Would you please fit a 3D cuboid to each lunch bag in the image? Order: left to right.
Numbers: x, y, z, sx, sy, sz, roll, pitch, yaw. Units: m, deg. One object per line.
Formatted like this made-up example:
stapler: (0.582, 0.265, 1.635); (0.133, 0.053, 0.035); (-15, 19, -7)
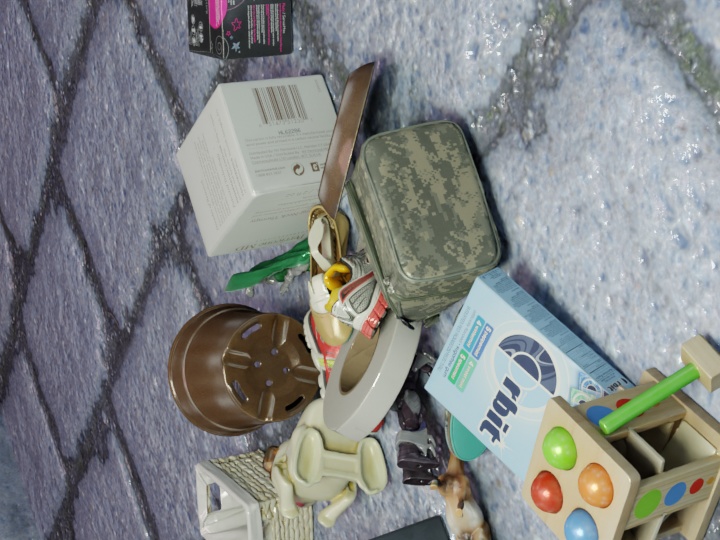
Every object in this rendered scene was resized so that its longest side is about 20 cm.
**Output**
lunch bag: (0.066, -0.049, 1.475); (0.168, 0.138, 0.202); (114, 139, -69)

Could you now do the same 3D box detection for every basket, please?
basket: (-0.169, 0.387, 2.022); (0.199, 0.122, 0.138); (24, 120, 56)

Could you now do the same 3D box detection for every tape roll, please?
tape roll: (0.014, 0.116, 1.595); (0.204, 0.037, 0.204); (-56, 17, 27)

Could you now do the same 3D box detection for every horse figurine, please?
horse figurine: (0.128, 0.304, 1.521); (0.133, 0.049, 0.202); (-43, -67, -77)

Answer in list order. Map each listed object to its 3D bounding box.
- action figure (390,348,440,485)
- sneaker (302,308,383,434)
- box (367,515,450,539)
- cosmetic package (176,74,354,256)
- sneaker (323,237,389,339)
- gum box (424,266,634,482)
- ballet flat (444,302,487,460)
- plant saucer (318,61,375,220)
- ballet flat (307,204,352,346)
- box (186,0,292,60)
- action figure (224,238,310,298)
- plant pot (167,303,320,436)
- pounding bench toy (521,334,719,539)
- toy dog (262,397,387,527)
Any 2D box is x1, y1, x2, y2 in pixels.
action figure: (0.061, 0.168, 1.606); (0.131, 0.068, 0.202); (107, 158, -56)
sneaker: (-0.016, 0.128, 1.731); (0.085, 0.076, 0.202); (-37, 71, 40)
box: (0.005, 0.428, 1.658); (0.197, 0.198, 0.125); (-49, 60, 54)
cosmetic package: (-0.132, -0.145, 1.745); (0.200, 0.165, 0.168); (-44, 62, 56)
sneaker: (0.000, 0.000, 1.585); (0.201, 0.081, 0.078); (-80, 16, -60)
gum box: (0.177, 0.126, 1.358); (0.200, 0.044, 0.171); (42, 131, 26)
ballet flat: (0.134, 0.125, 1.488); (0.074, 0.073, 0.203); (37, 128, 49)
plant saucer: (-0.020, -0.164, 1.566); (0.200, 0.032, 0.203); (-165, 90, -88)
ballet flat: (-0.049, 0.003, 1.687); (0.068, 0.063, 0.202); (-20, 57, 25)
box: (-0.173, -0.408, 1.786); (0.132, 0.113, 0.203); (25, 119, 56)
action figure: (-0.099, -0.006, 1.820); (0.199, 0.118, 0.055); (-18, 107, 52)
plant pot: (-0.158, 0.142, 1.833); (0.198, 0.198, 0.203); (-12, 89, 64)
pounding bench toy: (0.253, 0.161, 1.186); (0.124, 0.154, 0.202); (46, 136, 44)
toy dog: (-0.071, 0.269, 1.807); (0.200, 0.138, 0.196); (131, 135, -54)
